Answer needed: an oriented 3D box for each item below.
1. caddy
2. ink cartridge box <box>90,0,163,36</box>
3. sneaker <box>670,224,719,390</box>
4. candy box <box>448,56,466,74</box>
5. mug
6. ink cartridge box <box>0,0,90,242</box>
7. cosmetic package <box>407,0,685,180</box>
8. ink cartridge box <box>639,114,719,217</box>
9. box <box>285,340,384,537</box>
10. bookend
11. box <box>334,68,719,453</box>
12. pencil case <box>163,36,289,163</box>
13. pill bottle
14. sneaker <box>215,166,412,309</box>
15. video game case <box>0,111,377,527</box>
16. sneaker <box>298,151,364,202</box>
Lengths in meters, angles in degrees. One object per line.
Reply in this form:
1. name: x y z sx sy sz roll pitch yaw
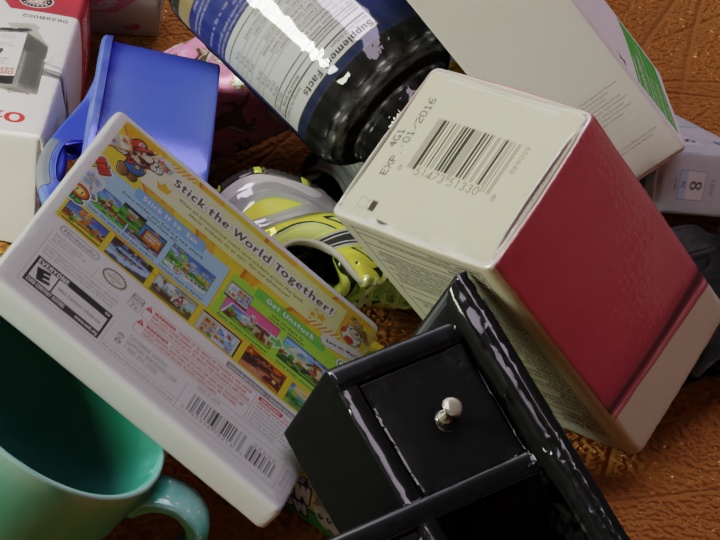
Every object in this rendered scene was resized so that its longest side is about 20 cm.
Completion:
1. caddy: -0.148 -0.057 1.569 0.104 0.142 0.200 8 34 -5
2. ink cartridge box: -0.232 -0.219 1.753 0.195 0.200 0.044 4 75 -4
3. sneaker: 0.233 0.026 1.587 0.199 0.060 0.105 -1 58 -49
4. candy box: 0.083 -0.154 1.712 0.200 0.026 0.103 23 37 -62
5. mug: -0.187 0.107 1.343 0.185 0.114 0.152 51 27 14
6. ink cartridge box: -0.264 -0.114 1.678 0.146 0.083 0.200 6 35 -1
7. cosmetic package: 0.105 -0.145 1.550 0.085 0.200 0.108 -32 30 15
8. ink cartridge box: 0.244 -0.074 1.675 0.199 0.048 0.160 3 16 -23
9. box: -0.003 0.097 1.460 0.200 0.049 0.117 33 43 29
10. bookend: 0.013 0.132 1.305 0.198 0.092 0.201 -19 69 -31
11. box: 0.100 -0.005 1.449 0.128 0.200 0.109 21 70 42
12. pencil case: -0.057 -0.138 1.678 0.199 0.083 0.087 -27 23 10
13. pill bottle: -0.016 -0.137 1.569 0.200 0.112 0.112 45 46 14
14. sneaker: 0.000 0.000 1.559 0.199 0.076 0.077 10 40 -25
15. video game case: -0.096 0.023 1.407 0.200 0.023 0.182 40 37 -7
16. sneaker: -0.015 -0.073 1.677 0.082 0.070 0.200 -14 33 -12
